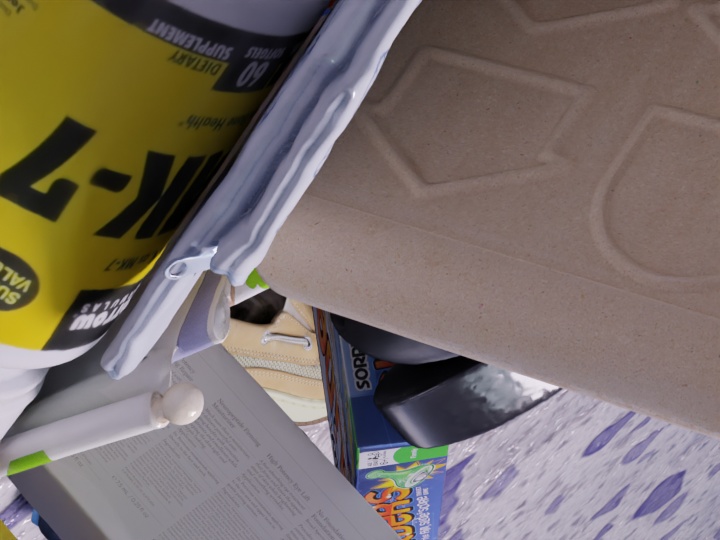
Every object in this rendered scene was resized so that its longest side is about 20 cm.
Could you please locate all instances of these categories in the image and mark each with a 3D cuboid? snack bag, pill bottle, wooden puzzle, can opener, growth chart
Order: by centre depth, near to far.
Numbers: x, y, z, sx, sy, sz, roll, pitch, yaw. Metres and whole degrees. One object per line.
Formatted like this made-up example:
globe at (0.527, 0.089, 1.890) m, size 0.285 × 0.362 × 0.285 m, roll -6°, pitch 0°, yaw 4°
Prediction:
snack bag at (-0.002, -0.066, 0.726) m, size 0.189 × 0.021 × 0.200 m, roll -60°, pitch -174°, yaw -35°
pill bottle at (-0.103, -0.043, 0.779) m, size 0.114 × 0.114 × 0.200 m, roll -11°, pitch 142°, yaw -56°
wooden puzzle at (0.088, -0.048, 0.790) m, size 0.200 × 0.185 × 0.046 m, roll -58°, pitch 147°, yaw -24°
can opener at (0.079, -0.024, 0.839) m, size 0.200 × 0.063 × 0.079 m, roll -35°, pitch 130°, yaw -1°
growth chart at (-0.058, -0.014, 0.859) m, size 0.144 × 0.018 × 0.200 m, roll -14°, pitch -141°, yaw 44°

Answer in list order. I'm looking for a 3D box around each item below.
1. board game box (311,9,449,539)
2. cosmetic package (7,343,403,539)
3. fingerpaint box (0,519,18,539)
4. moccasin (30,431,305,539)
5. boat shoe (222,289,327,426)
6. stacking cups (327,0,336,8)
board game box at (0.000, 0.000, 0.955) m, size 0.034 × 0.201 × 0.136 m, roll -7°, pitch 153°, yaw -4°
cosmetic package at (-0.078, 0.061, 0.905) m, size 0.082 × 0.200 × 0.051 m, roll -35°, pitch 157°, yaw -22°
fingerpaint box at (-0.164, 0.122, 0.863) m, size 0.073 × 0.200 × 0.167 m, roll -34°, pitch 157°, yaw -26°
moccasin at (-0.070, 0.103, 1.195) m, size 0.200 × 0.068 × 0.081 m, roll -11°, pitch 142°, yaw -56°
boat shoe at (-0.046, 0.023, 1.096) m, size 0.200 × 0.072 × 0.076 m, roll -8°, pitch 124°, yaw -60°
stacking cups at (-0.003, -0.126, 0.889) m, size 0.200 × 0.061 × 0.061 m, roll -33°, pitch 157°, yaw -25°
